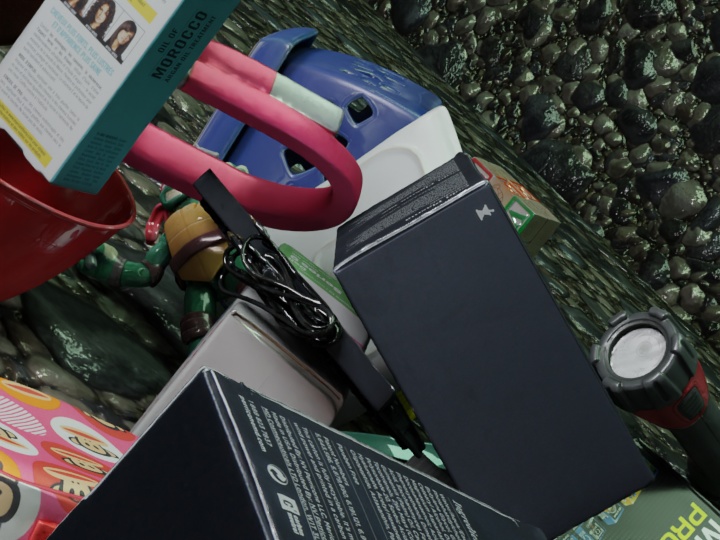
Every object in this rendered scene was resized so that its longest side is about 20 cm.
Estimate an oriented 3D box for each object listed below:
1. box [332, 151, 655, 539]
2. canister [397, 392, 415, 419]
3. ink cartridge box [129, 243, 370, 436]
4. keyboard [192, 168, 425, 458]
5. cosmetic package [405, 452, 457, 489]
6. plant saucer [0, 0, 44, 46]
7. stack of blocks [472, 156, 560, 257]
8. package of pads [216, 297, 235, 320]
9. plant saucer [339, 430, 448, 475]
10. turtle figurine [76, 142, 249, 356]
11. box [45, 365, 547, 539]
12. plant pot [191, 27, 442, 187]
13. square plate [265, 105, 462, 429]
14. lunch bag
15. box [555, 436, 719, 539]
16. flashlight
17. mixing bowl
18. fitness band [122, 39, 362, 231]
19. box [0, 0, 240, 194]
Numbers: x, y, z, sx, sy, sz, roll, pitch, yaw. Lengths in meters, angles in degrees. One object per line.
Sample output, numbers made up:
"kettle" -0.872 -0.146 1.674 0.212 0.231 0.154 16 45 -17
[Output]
"box" 0.074 0.045 1.037 0.201 0.104 0.182 60 3 -7
"canister" -0.004 0.036 1.486 0.200 0.087 0.148 43 13 8
"ink cartridge box" -0.070 0.079 1.021 0.087 0.146 0.200 38 13 -4
"keyboard" -0.043 0.022 0.923 0.200 0.040 0.104 48 -8 36
"cosmetic package" 0.071 0.219 1.045 0.200 0.107 0.090 43 12 5
"plant saucer" -0.259 -0.176 1.060 0.198 0.037 0.200 -1 -6 0
"stack of blocks" 0.093 0.012 1.574 0.115 0.201 0.058 45 16 27
"package of pads" -0.012 0.028 1.341 0.199 0.069 0.155 -15 49 -32
"plant saucer" 0.067 0.154 1.250 0.198 0.036 0.200 10 -1 0
"turtle figurine" -0.117 -0.016 1.222 0.100 0.150 0.201 15 41 -53
"box" -0.035 0.175 0.675 0.196 0.200 0.124 29 22 -38
"plant pot" -0.049 -0.123 1.653 0.179 0.201 0.200 34 14 0
"square plate" 0.000 0.000 1.210 0.028 0.197 0.201 36 29 -47
"lunch bag" -0.123 0.120 0.786 0.199 0.082 0.176 26 0 -35
"box" 0.180 0.234 1.146 0.160 0.200 0.044 43 -29 13
"flashlight" 0.224 0.103 1.178 0.200 0.067 0.068 48 39 -46
"mixing bowl" -0.247 -0.051 1.043 0.200 0.109 0.200 37 12 -10
"fitness band" -0.090 -0.086 1.094 0.199 0.143 0.038 28 61 -19
"box" -0.134 -0.149 0.999 0.082 0.200 0.049 45 15 24
